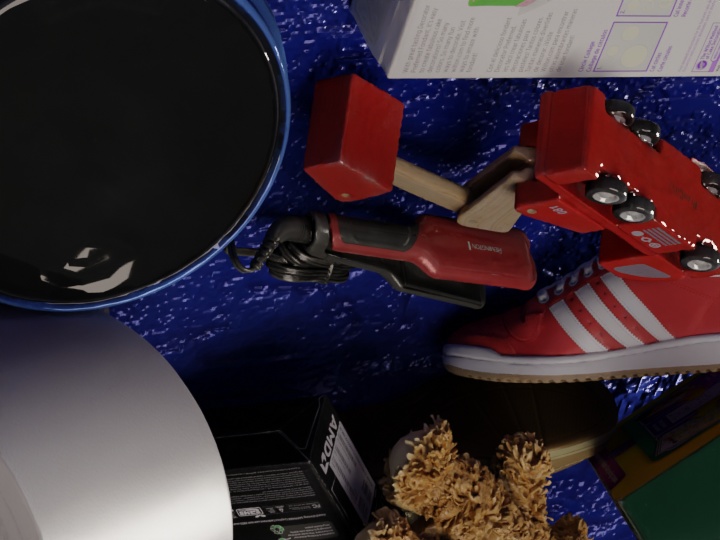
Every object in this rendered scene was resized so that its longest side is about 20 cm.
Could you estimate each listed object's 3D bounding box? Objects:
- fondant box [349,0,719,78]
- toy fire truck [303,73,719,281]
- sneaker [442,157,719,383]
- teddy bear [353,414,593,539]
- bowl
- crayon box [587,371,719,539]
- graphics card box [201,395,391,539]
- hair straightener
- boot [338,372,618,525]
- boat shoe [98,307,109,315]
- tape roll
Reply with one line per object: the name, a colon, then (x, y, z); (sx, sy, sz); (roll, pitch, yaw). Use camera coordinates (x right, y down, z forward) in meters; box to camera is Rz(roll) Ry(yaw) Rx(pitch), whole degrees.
fondant box: (0.110, -0.163, 1.229); (0.199, 0.058, 0.145); (-3, 133, -26)
toy fire truck: (0.082, -0.043, 1.289); (0.141, 0.049, 0.200); (-8, 154, 36)
sneaker: (0.136, 0.000, 1.398); (0.199, 0.113, 0.071); (-6, -174, 18)
teddy bear: (0.064, 0.154, 1.380); (0.145, 0.067, 0.200); (-57, 137, -26)
bowl: (-0.125, -0.068, 1.192); (0.200, 0.039, 0.201); (-12, 127, -16)
crayon box: (0.216, 0.087, 1.437); (0.172, 0.200, 0.058); (-32, 94, 2)
graphics card box: (-0.041, 0.153, 1.404); (0.125, 0.051, 0.200); (-8, 135, 24)
hair straightener: (0.000, 0.000, 1.323); (0.077, 0.041, 0.199); (-24, 164, 40)
boot: (0.052, 0.139, 1.482); (0.199, 0.073, 0.156); (-16, 133, -7)
boat shoe: (-0.159, 0.080, 1.321); (0.059, 0.072, 0.201); (3, 123, -7)
tape roll: (-0.179, 0.124, 1.224); (0.139, 0.203, 0.203); (-23, 150, -55)
